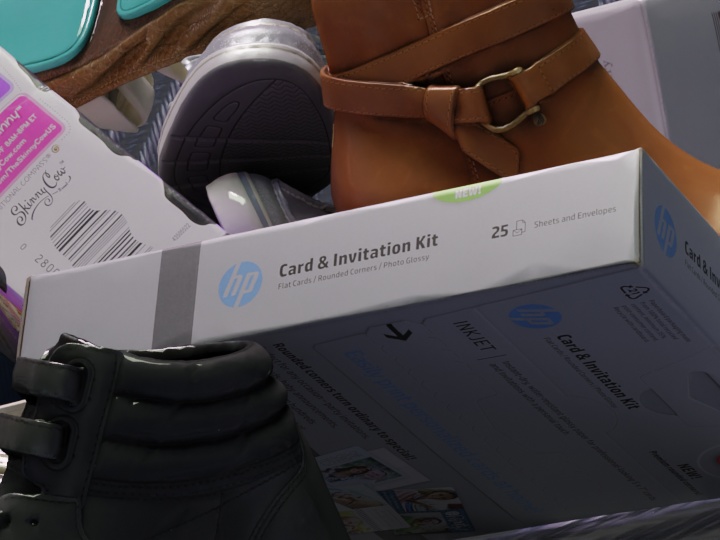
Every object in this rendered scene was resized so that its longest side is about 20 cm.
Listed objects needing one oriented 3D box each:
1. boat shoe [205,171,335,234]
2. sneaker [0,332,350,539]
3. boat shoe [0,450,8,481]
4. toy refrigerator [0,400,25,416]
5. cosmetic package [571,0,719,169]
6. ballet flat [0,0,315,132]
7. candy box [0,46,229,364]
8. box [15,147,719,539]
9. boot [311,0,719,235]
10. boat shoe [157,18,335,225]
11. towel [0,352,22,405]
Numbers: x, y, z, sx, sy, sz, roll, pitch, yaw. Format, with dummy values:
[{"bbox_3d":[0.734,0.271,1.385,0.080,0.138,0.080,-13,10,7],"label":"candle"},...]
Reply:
[{"bbox_3d":[0.001,0.001,1.212,0.071,0.070,0.201,-30,-29,8],"label":"boat shoe"},{"bbox_3d":[-0.099,0.073,0.799,0.199,0.100,0.071,-15,5,-18],"label":"sneaker"},{"bbox_3d":[-0.154,0.103,0.901,0.199,0.075,0.073,-3,35,21],"label":"boat shoe"},{"bbox_3d":[-0.183,0.099,1.019,0.199,0.070,0.076,-13,-4,-21],"label":"toy refrigerator"},{"bbox_3d":[0.128,-0.044,1.432,0.167,0.167,0.200,-15,4,-42],"label":"cosmetic package"},{"bbox_3d":[-0.090,-0.097,1.245,0.199,0.072,0.068,-20,41,30],"label":"ballet flat"},{"bbox_3d":[-0.129,-0.016,1.160,0.072,0.200,0.168,-47,-21,-12],"label":"candy box"},{"bbox_3d":[0.023,0.033,0.887,0.199,0.041,0.156,-11,-30,27],"label":"box"},{"bbox_3d":[0.083,-0.056,1.109,0.199,0.155,0.074,-14,4,6],"label":"boot"},{"bbox_3d":[-0.044,-0.057,1.219,0.074,0.065,0.202,-3,-20,0],"label":"boat shoe"},{"bbox_3d":[-0.148,0.065,1.257,0.199,0.112,0.049,-13,-36,2],"label":"towel"}]
